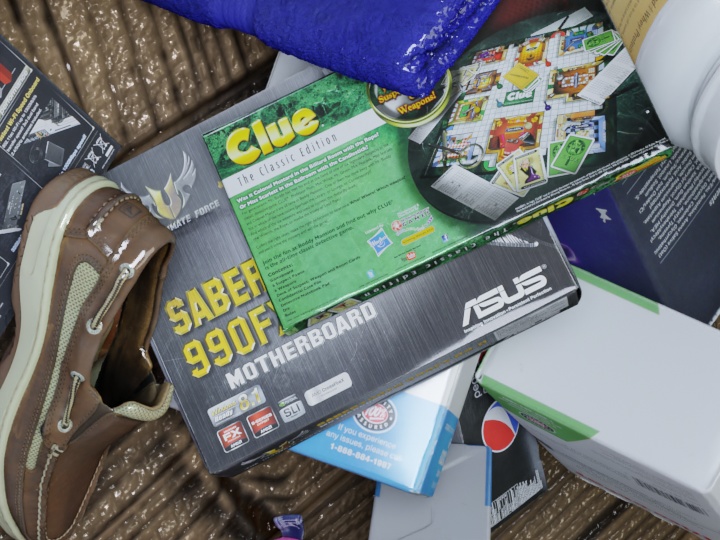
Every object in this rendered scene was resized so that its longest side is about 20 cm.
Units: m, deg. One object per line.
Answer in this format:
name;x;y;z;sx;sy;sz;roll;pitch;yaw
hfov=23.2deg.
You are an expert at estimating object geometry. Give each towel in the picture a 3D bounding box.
towel;-0.007;-0.162;0.853;0.148;0.199;0.050;-55;142;-15

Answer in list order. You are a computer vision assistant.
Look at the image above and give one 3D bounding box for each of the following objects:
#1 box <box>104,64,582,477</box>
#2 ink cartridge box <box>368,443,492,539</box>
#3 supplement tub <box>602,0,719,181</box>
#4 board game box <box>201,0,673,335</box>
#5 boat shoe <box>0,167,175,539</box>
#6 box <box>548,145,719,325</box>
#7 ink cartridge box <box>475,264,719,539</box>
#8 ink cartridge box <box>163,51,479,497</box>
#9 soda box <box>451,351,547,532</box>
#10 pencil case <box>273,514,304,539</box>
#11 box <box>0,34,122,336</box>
box;-0.013;-0.014;0.857;0.198;0.048;0.160;-26;79;4
ink cartridge box;0.038;0.213;1.008;0.116;0.067;0.202;-79;171;-62
supplement tub;0.171;-0.152;0.864;0.143;0.201;0.145;-22;148;-15
board game box;0.034;-0.058;0.821;0.023;0.198;0.106;48;18;-78
boat shoe;-0.128;0.057;0.827;0.075;0.074;0.204;-40;149;-51
box;0.134;-0.065;1.043;0.105;0.147;0.201;-50;128;-24
ink cartridge box;0.169;0.084;0.999;0.085;0.145;0.200;-61;153;-7
ink cartridge box;0.000;0.000;0.921;0.084;0.144;0.202;45;64;-77
soda box;0.051;0.053;1.042;0.063;0.070;0.202;-31;119;-37
pencil case;-0.089;0.219;0.930;0.199;0.093;0.092;-34;102;-34
box;-0.218;-0.022;0.784;0.158;0.049;0.201;43;69;-40
